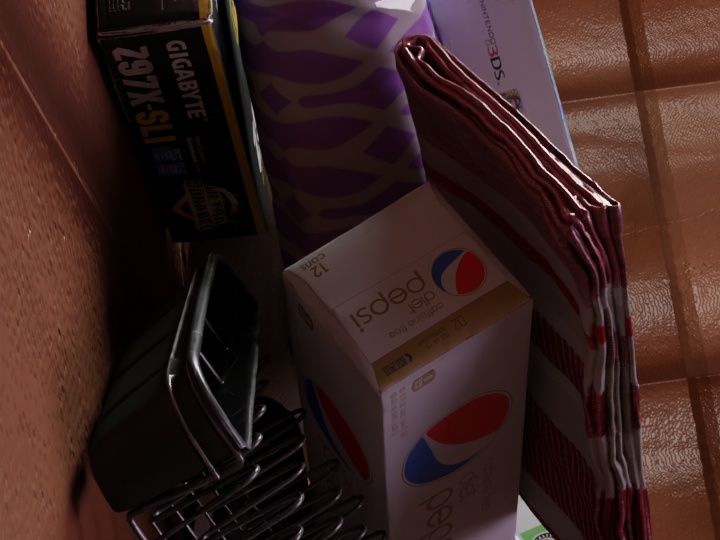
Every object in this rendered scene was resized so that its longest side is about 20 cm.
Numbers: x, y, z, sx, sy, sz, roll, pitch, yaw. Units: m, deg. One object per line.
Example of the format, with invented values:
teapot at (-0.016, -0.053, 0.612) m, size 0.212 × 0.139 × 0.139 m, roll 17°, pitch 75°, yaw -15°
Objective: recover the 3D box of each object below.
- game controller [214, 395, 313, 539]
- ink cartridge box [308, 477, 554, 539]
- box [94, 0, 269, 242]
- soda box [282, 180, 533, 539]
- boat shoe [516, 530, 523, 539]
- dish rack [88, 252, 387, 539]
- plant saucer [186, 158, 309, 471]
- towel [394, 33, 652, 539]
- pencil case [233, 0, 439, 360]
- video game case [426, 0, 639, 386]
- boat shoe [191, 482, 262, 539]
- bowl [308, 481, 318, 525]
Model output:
game controller at (-0.042, 0.152, 0.789) m, size 0.104 × 0.042 × 0.202 m, roll 174°, pitch -91°, yaw -68°
ink cartridge box at (0.057, 0.160, 1.248) m, size 0.085 × 0.145 × 0.201 m, roll 95°, pitch -28°, yaw -58°
box at (-0.078, -0.136, 0.774) m, size 0.160 × 0.049 × 0.202 m, roll 82°, pitch 1°, yaw -61°
soda box at (0.020, 0.058, 0.704) m, size 0.064 × 0.068 × 0.201 m, roll 50°, pitch -19°, yaw 29°
boat shoe at (0.066, 0.226, 0.911) m, size 0.091 × 0.070 × 0.202 m, roll -84°, pitch 170°, yaw -83°
dish rack at (-0.019, 0.103, 0.610) m, size 0.201 × 0.054 × 0.154 m, roll 58°, pitch 8°, yaw -13°
plant saucer at (0.000, 0.000, 0.878) m, size 0.199 × 0.035 × 0.202 m, roll -10°, pitch 103°, yaw -47°
towel at (0.061, 0.025, 0.689) m, size 0.144 × 0.023 × 0.201 m, roll -130°, pitch -158°, yaw -51°
pencil case at (-0.002, -0.052, 0.754) m, size 0.086 × 0.083 × 0.201 m, roll -109°, pitch -170°, yaw -55°
video game case at (0.075, -0.035, 0.830) m, size 0.200 × 0.045 × 0.183 m, roll -27°, pitch 100°, yaw -87°
boat shoe at (-0.030, 0.179, 0.706) m, size 0.072 × 0.067 × 0.202 m, roll 71°, pitch 9°, yaw -81°
bowl at (0.017, 0.112, 0.982) m, size 0.201 × 0.039 × 0.201 m, roll -52°, pitch -171°, yaw 12°
